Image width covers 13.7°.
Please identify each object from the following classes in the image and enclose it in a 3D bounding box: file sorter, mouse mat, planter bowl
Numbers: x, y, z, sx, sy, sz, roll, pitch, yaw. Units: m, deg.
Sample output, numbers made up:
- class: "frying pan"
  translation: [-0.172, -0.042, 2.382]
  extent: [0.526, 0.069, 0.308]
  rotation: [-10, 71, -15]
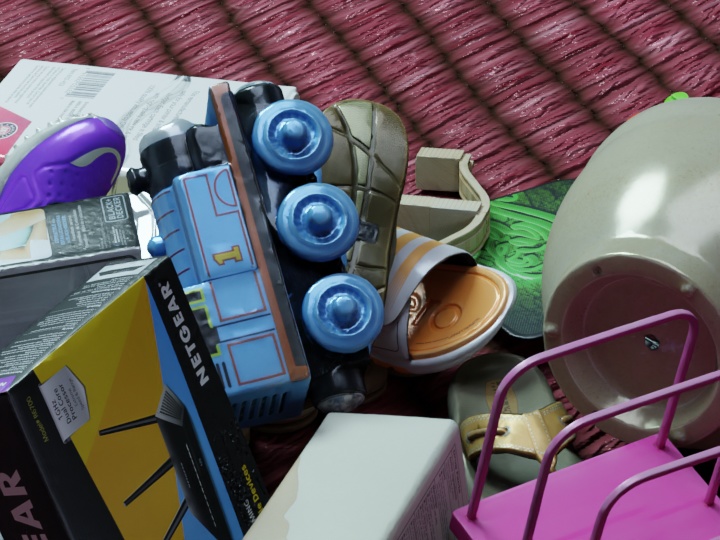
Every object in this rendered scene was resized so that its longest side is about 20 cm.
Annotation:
- class: "file sorter"
  translation: [0.163, 0.135, 1.517]
  extent: [0.139, 0.125, 0.200]
  rotation: [-18, 49, -27]
- class: "mouse mat"
  translation: [0.120, -0.010, 1.910]
  extent: [0.161, 0.008, 0.200]
  rotation: [-17, 26, -24]
- class: "planter bowl"
  translation: [0.183, 0.018, 1.678]
  extent: [0.200, 0.200, 0.135]
  rotation: [14, 30, 25]

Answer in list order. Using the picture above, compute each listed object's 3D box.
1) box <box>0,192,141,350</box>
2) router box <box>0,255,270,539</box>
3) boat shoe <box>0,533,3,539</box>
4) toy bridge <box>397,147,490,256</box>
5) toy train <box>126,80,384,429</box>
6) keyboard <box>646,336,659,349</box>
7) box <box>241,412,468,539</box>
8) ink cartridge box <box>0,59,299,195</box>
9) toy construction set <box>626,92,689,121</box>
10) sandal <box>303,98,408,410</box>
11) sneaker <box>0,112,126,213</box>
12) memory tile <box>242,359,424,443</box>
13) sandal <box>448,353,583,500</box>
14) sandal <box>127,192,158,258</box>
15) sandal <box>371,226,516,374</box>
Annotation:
- class: "box"
  translation: [-0.216, 0.034, 1.658]
  extent: [0.200, 0.117, 0.060]
  rotation: [-9, 35, -6]
- class: "router box"
  translation: [-0.118, 0.115, 1.538]
  extent: [0.051, 0.200, 0.149]
  rotation: [-8, 23, 37]
- class: "boat shoe"
  translation: [-0.181, 0.125, 1.571]
  extent: [0.071, 0.070, 0.201]
  rotation: [3, 64, 17]
- class: "toy bridge"
  translation: [0.050, -0.032, 1.932]
  extent: [0.067, 0.027, 0.200]
  rotation: [5, 26, 14]
- class: "toy train"
  translation: [-0.059, -0.009, 1.657]
  extent: [0.114, 0.087, 0.200]
  rotation: [-12, 72, -12]
- class: "keyboard"
  translation: [0.240, 0.043, 1.823]
  extent: [0.127, 0.021, 0.200]
  rotation: [-25, 37, -35]
- class: "box"
  translation: [-0.010, 0.164, 1.551]
  extent: [0.078, 0.095, 0.200]
  rotation: [3, 28, 21]
- class: "ink cartridge box"
  translation: [-0.152, -0.065, 1.960]
  extent: [0.200, 0.084, 0.145]
  rotation: [6, 31, 15]
- class: "toy construction set"
  translation: [0.249, -0.076, 1.954]
  extent: [0.131, 0.092, 0.200]
  rotation: [-26, 22, 7]
- class: "sandal"
  translation: [-0.020, -0.004, 1.738]
  extent: [0.080, 0.054, 0.200]
  rotation: [17, 68, -2]
- class: "sneaker"
  translation: [-0.199, 0.001, 1.802]
  extent: [0.200, 0.070, 0.100]
  rotation: [-48, 53, 5]
- class: "memory tile"
  translation: [-0.060, 0.051, 1.825]
  extent: [0.200, 0.017, 0.153]
  rotation: [-21, 36, -31]
- class: "sandal"
  translation: [0.092, 0.094, 1.692]
  extent: [0.080, 0.054, 0.200]
  rotation: [-6, 31, -8]
- class: "sandal"
  translation: [-0.149, 0.006, 1.748]
  extent: [0.203, 0.050, 0.082]
  rotation: [-20, 53, 0]
- class: "sandal"
  translation: [-0.004, 0.006, 1.793]
  extent: [0.207, 0.059, 0.079]
  rotation: [11, 59, 37]
